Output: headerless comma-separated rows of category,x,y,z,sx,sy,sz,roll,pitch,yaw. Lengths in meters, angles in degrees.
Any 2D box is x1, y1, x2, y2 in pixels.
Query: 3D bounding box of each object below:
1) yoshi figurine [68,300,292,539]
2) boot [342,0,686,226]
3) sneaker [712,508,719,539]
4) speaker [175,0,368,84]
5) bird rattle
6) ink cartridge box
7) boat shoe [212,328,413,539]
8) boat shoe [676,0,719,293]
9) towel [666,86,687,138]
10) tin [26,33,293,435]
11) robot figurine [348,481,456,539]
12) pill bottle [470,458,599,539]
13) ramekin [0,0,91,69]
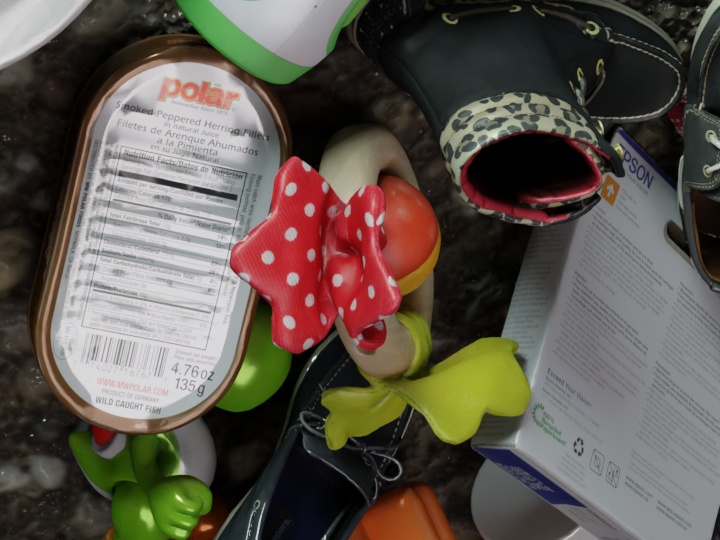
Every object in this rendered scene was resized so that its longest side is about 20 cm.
yoshi figurine,-0.087,0.086,1.044,0.111,0.112,0.201,-15,130,-27
boot,0.099,-0.078,0.947,0.202,0.154,0.074,10,124,-30
sneaker,0.277,0.111,1.229,0.081,0.075,0.201,6,124,-25
speaker,0.001,-0.182,0.867,0.088,0.089,0.200,27,114,-37
bird rattle,0.000,0.000,0.972,0.112,0.164,0.200,-16,136,22
ink cartridge box,0.157,0.052,1.104,0.199,0.040,0.201,38,63,-39
boat shoe,-0.016,0.105,1.053,0.075,0.062,0.201,40,67,-18
boat shoe,0.206,-0.068,1.014,0.071,0.068,0.201,6,142,6
towel,0.274,-0.080,1.109,0.144,0.023,0.200,-38,131,9
tin,-0.098,-0.015,0.945,0.111,0.042,0.201,11,101,-19
robot figurine,-0.037,0.196,1.136,0.199,0.144,0.117,-27,122,11
pill bottle,0.150,0.188,1.209,0.119,0.120,0.200,-33,133,6
ramekin,-0.195,-0.180,0.781,0.201,0.094,0.203,-11,130,-14
